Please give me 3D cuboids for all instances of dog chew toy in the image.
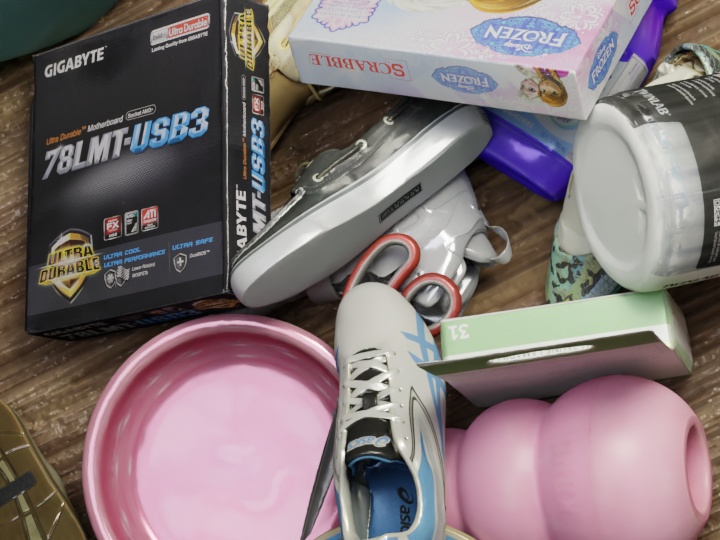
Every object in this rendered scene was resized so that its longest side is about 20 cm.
[{"bbox_3d":[0.114,0.131,1.660,0.199,0.124,0.125,-6,76,21],"label":"dog chew toy"}]

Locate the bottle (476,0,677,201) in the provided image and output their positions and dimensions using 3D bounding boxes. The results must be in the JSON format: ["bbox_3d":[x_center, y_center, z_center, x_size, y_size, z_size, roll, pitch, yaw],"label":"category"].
[{"bbox_3d":[0.151,-0.146,1.737,0.083,0.065,0.200,33,88,18],"label":"bottle"}]

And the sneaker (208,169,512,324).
[{"bbox_3d":[0.000,0.000,1.739,0.200,0.075,0.115,-36,69,2],"label":"sneaker"}]

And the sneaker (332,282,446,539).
[{"bbox_3d":[0.015,0.093,1.630,0.072,0.073,0.201,-13,62,13],"label":"sneaker"}]

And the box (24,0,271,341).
[{"bbox_3d":[-0.141,-0.065,1.763,0.199,0.050,0.200,-11,75,42],"label":"box"}]

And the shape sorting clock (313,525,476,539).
[{"bbox_3d":[0.028,0.250,1.664,0.199,0.039,0.201,6,109,17],"label":"shape sorting clock"}]

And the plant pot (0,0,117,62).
[{"bbox_3d":[-0.249,-0.220,1.783,0.141,0.199,0.142,-38,66,42],"label":"plant pot"}]

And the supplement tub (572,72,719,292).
[{"bbox_3d":[0.240,-0.063,1.632,0.199,0.123,0.123,-11,72,-20],"label":"supplement tub"}]

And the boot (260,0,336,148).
[{"bbox_3d":[0.003,-0.135,1.770,0.155,0.073,0.200,26,79,23],"label":"boot"}]

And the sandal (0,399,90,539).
[{"bbox_3d":[-0.223,0.172,1.778,0.080,0.054,0.200,-29,57,1],"label":"sandal"}]

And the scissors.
[{"bbox_3d":[-0.009,0.072,1.697,0.073,0.014,0.200,34,95,11],"label":"scissors"}]

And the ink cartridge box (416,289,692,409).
[{"bbox_3d":[0.119,0.042,1.632,0.145,0.200,0.048,-9,76,12],"label":"ink cartridge box"}]

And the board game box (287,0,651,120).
[{"bbox_3d":[0.085,-0.185,1.679,0.199,0.041,0.200,9,49,27],"label":"board game box"}]

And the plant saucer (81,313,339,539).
[{"bbox_3d":[-0.079,0.129,1.731,0.199,0.051,0.202,-1,85,6],"label":"plant saucer"}]

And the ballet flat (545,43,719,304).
[{"bbox_3d":[0.170,-0.063,1.708,0.074,0.074,0.200,33,83,19],"label":"ballet flat"}]

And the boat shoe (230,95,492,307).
[{"bbox_3d":[-0.008,-0.051,1.684,0.200,0.069,0.057,-36,69,-16],"label":"boat shoe"}]
